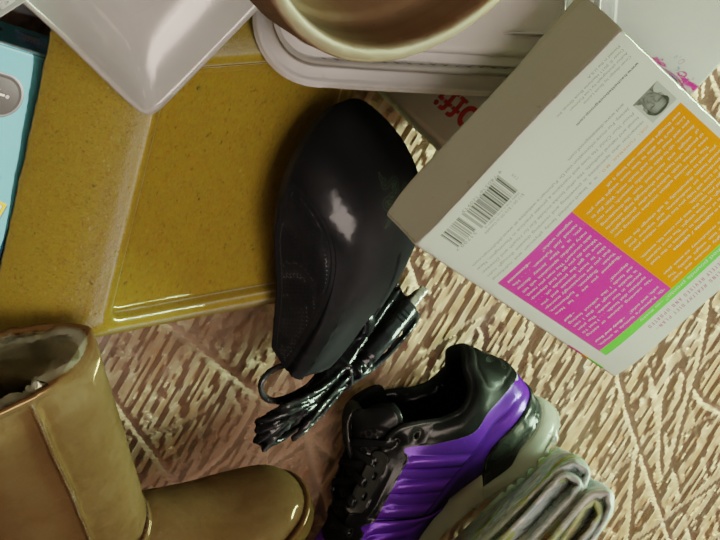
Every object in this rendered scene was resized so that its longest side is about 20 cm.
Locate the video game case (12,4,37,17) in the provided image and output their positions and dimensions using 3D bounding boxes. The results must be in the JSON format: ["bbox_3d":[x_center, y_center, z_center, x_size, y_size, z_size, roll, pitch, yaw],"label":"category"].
[{"bbox_3d":[-0.087,-0.205,1.066,0.143,0.018,0.200,11,111,-33],"label":"video game case"}]

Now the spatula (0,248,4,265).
[{"bbox_3d":[-0.186,-0.012,1.113,0.057,0.021,0.200,-30,117,-10],"label":"spatula"}]

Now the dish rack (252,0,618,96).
[{"bbox_3d":[0.038,-0.182,1.029,0.172,0.044,0.200,3,92,1],"label":"dish rack"}]

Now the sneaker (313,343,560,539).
[{"bbox_3d":[0.012,0.118,1.279,0.200,0.070,0.100,-44,120,-2],"label":"sneaker"}]

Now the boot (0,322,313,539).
[{"bbox_3d":[-0.118,0.098,1.109,0.175,0.066,0.200,-27,138,-12],"label":"boot"}]

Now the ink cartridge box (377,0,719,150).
[{"bbox_3d":[0.106,-0.134,1.129,0.200,0.145,0.084,-48,129,4],"label":"ink cartridge box"}]

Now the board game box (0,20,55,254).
[{"bbox_3d":[-0.241,-0.034,1.045,0.151,0.047,0.200,16,104,-26],"label":"board game box"}]

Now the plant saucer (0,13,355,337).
[{"bbox_3d":[-0.076,-0.052,1.098,0.200,0.048,0.200,-10,124,-47],"label":"plant saucer"}]

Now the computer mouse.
[{"bbox_3d":[0.000,0.000,1.150,0.138,0.053,0.200,-46,151,-36],"label":"computer mouse"}]

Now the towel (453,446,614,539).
[{"bbox_3d":[0.071,0.175,1.272,0.171,0.200,0.048,-44,88,-1],"label":"towel"}]

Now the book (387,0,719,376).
[{"bbox_3d":[0.116,-0.031,1.068,0.134,0.048,0.200,-47,142,8],"label":"book"}]

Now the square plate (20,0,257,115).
[{"bbox_3d":[-0.076,-0.184,0.933,0.198,0.028,0.200,-46,143,1],"label":"square plate"}]

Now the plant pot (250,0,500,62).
[{"bbox_3d":[0.003,-0.193,0.889,0.201,0.093,0.201,-28,135,-33],"label":"plant pot"}]

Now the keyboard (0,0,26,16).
[{"bbox_3d":[-0.112,-0.152,0.898,0.200,0.011,0.056,-35,142,-13],"label":"keyboard"}]
